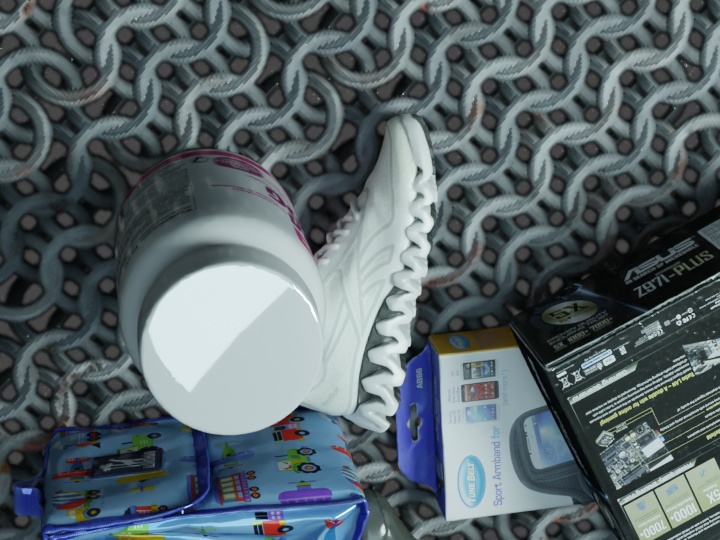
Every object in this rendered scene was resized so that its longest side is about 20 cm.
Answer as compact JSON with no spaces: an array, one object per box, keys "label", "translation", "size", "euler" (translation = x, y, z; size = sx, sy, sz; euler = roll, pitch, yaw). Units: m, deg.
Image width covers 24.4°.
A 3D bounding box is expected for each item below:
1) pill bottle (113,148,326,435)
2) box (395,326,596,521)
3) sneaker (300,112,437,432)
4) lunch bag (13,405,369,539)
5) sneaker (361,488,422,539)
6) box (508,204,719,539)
[{"label":"pill bottle","translation":[-0.080,0.009,0.935],"size":[0.113,0.200,0.114],"euler":[-3,110,-8]},{"label":"box","translation":[0.123,0.094,1.084],"size":[0.199,0.041,0.119],"euler":[-7,110,-9]},{"label":"sneaker","translation":[0.000,0.000,1.018],"size":[0.081,0.075,0.201],"euler":[11,105,-1]},{"label":"lunch bag","translation":[-0.108,0.143,1.002],"size":[0.199,0.151,0.094],"euler":[3,108,-11]},{"label":"sneaker","translation":[0.062,0.199,1.089],"size":[0.115,0.075,0.200],"euler":[-23,128,-6]},{"label":"box","translation":[0.219,0.063,1.023],"size":[0.200,0.086,0.164],"euler":[-29,111,0]}]
